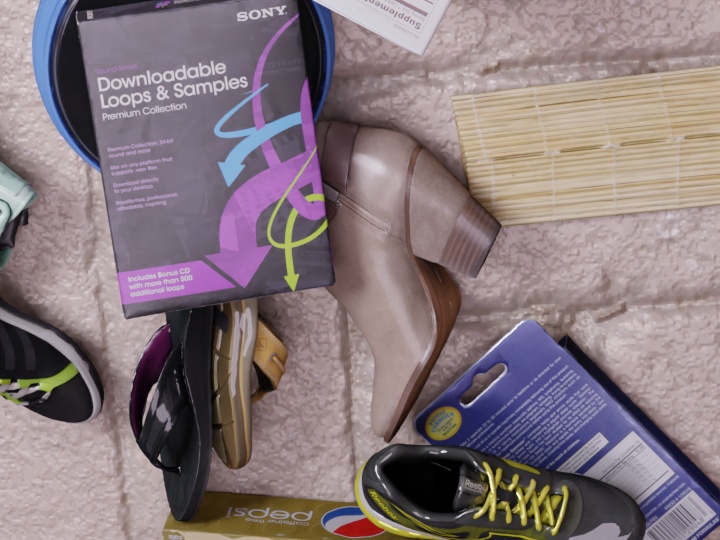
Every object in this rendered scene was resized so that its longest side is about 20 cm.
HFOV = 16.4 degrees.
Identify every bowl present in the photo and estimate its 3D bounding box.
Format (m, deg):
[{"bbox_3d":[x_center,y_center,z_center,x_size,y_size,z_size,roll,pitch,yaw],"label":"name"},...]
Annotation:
[{"bbox_3d":[-0.113,-0.139,1.629,0.199,0.039,0.202,-3,115,-7],"label":"bowl"}]

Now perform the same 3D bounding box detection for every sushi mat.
[{"bbox_3d":[0.164,-0.081,1.657,0.198,0.012,0.096,-6,107,8],"label":"sushi mat"}]

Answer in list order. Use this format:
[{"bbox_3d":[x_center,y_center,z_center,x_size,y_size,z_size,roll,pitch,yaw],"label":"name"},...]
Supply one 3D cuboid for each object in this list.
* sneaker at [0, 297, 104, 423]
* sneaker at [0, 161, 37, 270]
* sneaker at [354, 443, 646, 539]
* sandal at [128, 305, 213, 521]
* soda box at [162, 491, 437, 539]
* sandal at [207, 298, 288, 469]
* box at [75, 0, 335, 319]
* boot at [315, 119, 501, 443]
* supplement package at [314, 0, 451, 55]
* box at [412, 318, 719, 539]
[{"bbox_3d":[-0.264,0.062,1.697,0.200,0.083,0.072,38,136,-26],"label":"sneaker"},{"bbox_3d":[-0.267,-0.094,1.671,0.117,0.074,0.202,12,120,9],"label":"sneaker"},{"bbox_3d":[0.091,0.160,1.666,0.198,0.085,0.075,8,77,5],"label":"sneaker"},{"bbox_3d":[-0.133,0.072,1.713,0.048,0.075,0.202,-3,103,-22],"label":"sandal"},{"bbox_3d":[-0.037,0.202,1.751,0.198,0.068,0.065,3,110,6],"label":"soda box"},{"bbox_3d":[-0.076,0.044,1.705,0.054,0.080,0.202,-4,111,-21],"label":"sandal"},{"bbox_3d":[-0.098,-0.077,1.606,0.142,0.036,0.202,-10,107,-4],"label":"box"},{"bbox_3d":[0.000,0.000,1.683,0.145,0.070,0.201,27,109,4],"label":"boot"},{"bbox_3d":[0.024,-0.268,1.535,0.150,0.152,0.201,27,110,-3],"label":"supplement package"},{"bbox_3d":[0.144,0.132,1.723,0.121,0.032,0.200,-42,100,18],"label":"box"}]
